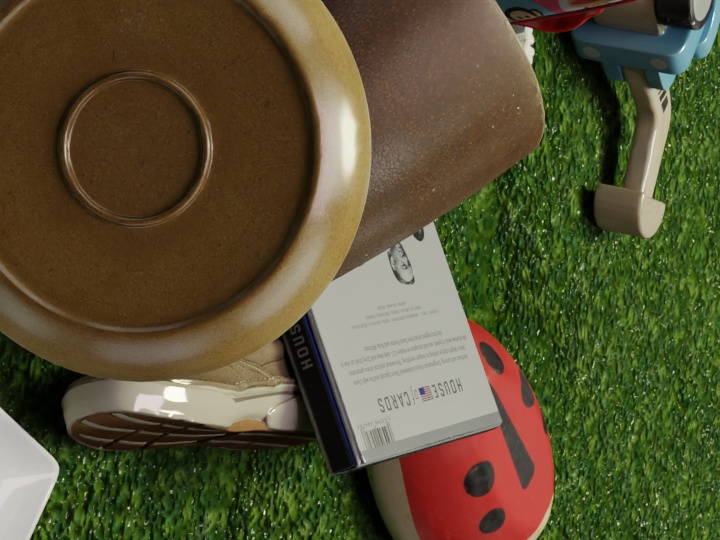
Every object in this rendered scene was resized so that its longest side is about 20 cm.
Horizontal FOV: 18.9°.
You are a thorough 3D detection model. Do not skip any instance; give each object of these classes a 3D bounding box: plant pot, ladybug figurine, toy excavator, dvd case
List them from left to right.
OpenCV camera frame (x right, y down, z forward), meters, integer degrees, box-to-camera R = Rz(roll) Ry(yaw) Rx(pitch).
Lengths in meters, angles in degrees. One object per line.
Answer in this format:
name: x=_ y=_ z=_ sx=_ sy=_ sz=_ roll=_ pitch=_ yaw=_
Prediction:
plant pot: x=-0.094 y=-0.052 z=0.917 sx=0.027 sy=0.198 sz=0.202 roll=-68 pitch=162 yaw=-87
plant pot: x=-0.049 y=-0.061 z=1.004 sx=0.200 sy=0.186 sz=0.188 roll=-43 pitch=134 yaw=-16
dvd case: x=0.000 y=0.000 z=1.148 sx=0.150 sy=0.025 sz=0.202 roll=-8 pitch=78 yaw=-57
ladybug figurine: x=0.063 y=0.104 z=1.294 sx=0.136 sy=0.071 sz=0.201 roll=-61 pitch=141 yaw=-30
toy excavator: x=0.196 y=-0.146 z=1.451 sx=0.196 sy=0.099 sz=0.200 roll=-67 pitch=152 yaw=-22

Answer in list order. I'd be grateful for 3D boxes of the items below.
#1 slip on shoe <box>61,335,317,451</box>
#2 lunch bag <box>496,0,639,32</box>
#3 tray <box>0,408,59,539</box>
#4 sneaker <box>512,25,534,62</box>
slip on shoe: x=-0.079 y=0.053 z=1.065 sx=0.199 sy=0.075 sz=0.061 roll=9 pitch=71 yaw=-57
lunch bag: x=0.067 y=-0.185 z=1.114 sx=0.176 sy=0.199 sz=0.082 roll=41 pitch=61 yaw=-37
tray: x=-0.205 y=0.080 z=0.916 sx=0.200 sy=0.022 sz=0.108 roll=54 pitch=52 yaw=-47
sneaker: x=0.065 y=-0.176 z=1.250 sx=0.088 sy=0.073 sz=0.201 roll=58 pitch=44 yaw=-45
